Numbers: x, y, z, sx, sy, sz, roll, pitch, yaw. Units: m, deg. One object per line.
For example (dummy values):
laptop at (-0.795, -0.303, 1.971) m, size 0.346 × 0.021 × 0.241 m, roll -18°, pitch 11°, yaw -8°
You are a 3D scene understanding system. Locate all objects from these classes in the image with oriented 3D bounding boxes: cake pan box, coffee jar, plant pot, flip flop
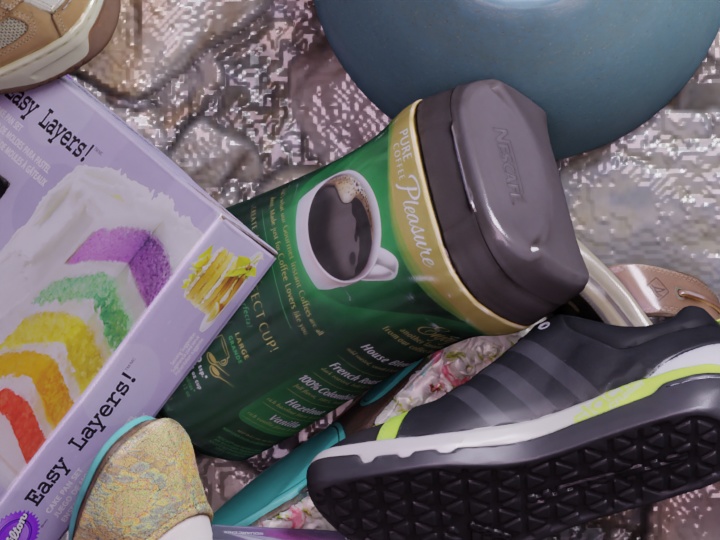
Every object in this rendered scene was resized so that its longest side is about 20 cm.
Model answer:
cake pan box at (-0.155, 0.010, 1.197) m, size 0.184 × 0.052 × 0.200 m, roll -50°, pitch 49°, yaw 0°
coffee jar at (0.000, 0.000, 1.181) m, size 0.199 × 0.085 × 0.105 m, roll -26°, pitch 62°, yaw 26°
plant pot at (0.070, -0.152, 1.195) m, size 0.199 × 0.135 × 0.202 m, roll 0°, pitch 88°, yaw 3°
flip flop at (0.128, 0.020, 1.223) m, size 0.058 × 0.081 × 0.200 m, roll -41°, pitch 81°, yaw -13°

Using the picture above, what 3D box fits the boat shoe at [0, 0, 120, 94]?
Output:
boat shoe at (-0.204, -0.101, 1.207) m, size 0.199 × 0.076 × 0.072 m, roll -27°, pitch 53°, yaw 24°

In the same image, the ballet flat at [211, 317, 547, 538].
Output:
ballet flat at (0.012, 0.084, 1.224) m, size 0.200 × 0.076 × 0.064 m, roll -41°, pitch 99°, yaw 4°

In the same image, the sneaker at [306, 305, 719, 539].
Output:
sneaker at (0.075, 0.064, 1.161) m, size 0.199 × 0.072 × 0.083 m, roll -12°, pitch 45°, yaw 9°

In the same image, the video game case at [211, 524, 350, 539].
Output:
video game case at (0.030, 0.181, 1.213) m, size 0.199 × 0.019 × 0.144 m, roll 3°, pitch 118°, yaw 4°

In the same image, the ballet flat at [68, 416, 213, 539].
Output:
ballet flat at (-0.093, 0.138, 1.176) m, size 0.070 × 0.200 × 0.071 m, roll 9°, pitch 50°, yaw -11°
